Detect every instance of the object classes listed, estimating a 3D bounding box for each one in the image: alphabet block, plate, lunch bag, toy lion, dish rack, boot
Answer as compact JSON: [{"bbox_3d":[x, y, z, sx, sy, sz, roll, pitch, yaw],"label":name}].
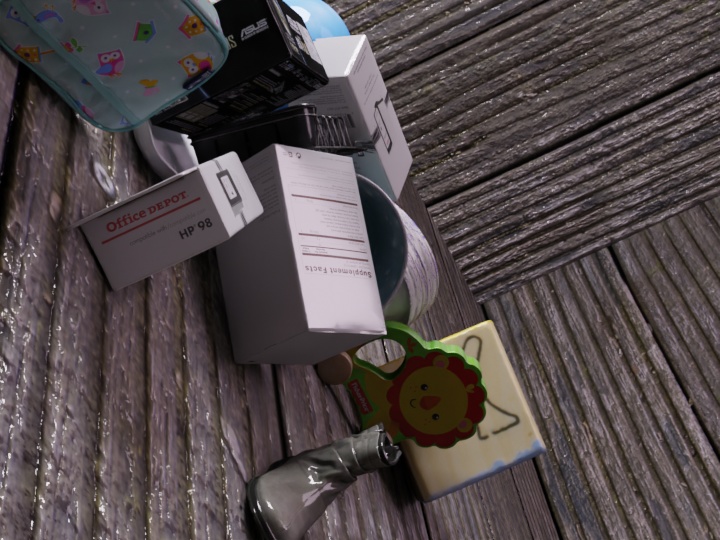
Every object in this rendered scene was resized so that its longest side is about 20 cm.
[{"bbox_3d":[0.134,0.208,1.748,0.196,0.194,0.201,104,-36,-79],"label":"alphabet block"},{"bbox_3d":[-0.209,-0.152,1.325,0.200,0.032,0.201,52,16,-58],"label":"plate"},{"bbox_3d":[-0.220,-0.214,1.048,0.200,0.160,0.077,46,15,-48],"label":"lunch bag"},{"bbox_3d":[0.065,0.153,1.593,0.201,0.191,0.069,62,10,-15],"label":"toy lion"},{"bbox_3d":[-0.084,-0.141,1.362,0.200,0.152,0.055,-10,89,-67],"label":"dish rack"},{"bbox_3d":[-0.030,0.195,1.141,0.068,0.130,0.200,64,9,-5],"label":"boot"}]

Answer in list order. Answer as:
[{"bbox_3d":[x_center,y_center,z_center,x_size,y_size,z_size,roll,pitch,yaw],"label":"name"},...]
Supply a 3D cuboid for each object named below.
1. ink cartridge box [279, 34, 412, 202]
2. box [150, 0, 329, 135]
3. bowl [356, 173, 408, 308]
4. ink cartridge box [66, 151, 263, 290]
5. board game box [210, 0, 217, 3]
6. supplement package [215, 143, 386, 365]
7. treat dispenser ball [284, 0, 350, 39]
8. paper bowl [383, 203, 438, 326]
[{"bbox_3d":[-0.037,-0.179,1.480,0.201,0.145,0.085,66,34,-41],"label":"ink cartridge box"},{"bbox_3d":[-0.138,-0.217,1.288,0.087,0.163,0.200,66,10,3],"label":"box"},{"bbox_3d":[-0.045,-0.035,1.463,0.202,0.200,0.105,63,3,-16],"label":"bowl"},{"bbox_3d":[-0.164,-0.043,1.044,0.200,0.115,0.067,-61,126,-78],"label":"ink cartridge box"},{"bbox_3d":[-0.196,-0.325,1.551,0.200,0.040,0.153,39,9,3],"label":"board game box"},{"bbox_3d":[-0.069,-0.012,1.269,0.119,0.121,0.202,6,68,-46],"label":"supplement package"},{"bbox_3d":[-0.107,-0.310,1.782,0.202,0.200,0.201,62,10,-19],"label":"treat dispenser ball"},{"bbox_3d":[0.000,0.000,1.627,0.200,0.104,0.202,32,-37,29],"label":"paper bowl"}]
